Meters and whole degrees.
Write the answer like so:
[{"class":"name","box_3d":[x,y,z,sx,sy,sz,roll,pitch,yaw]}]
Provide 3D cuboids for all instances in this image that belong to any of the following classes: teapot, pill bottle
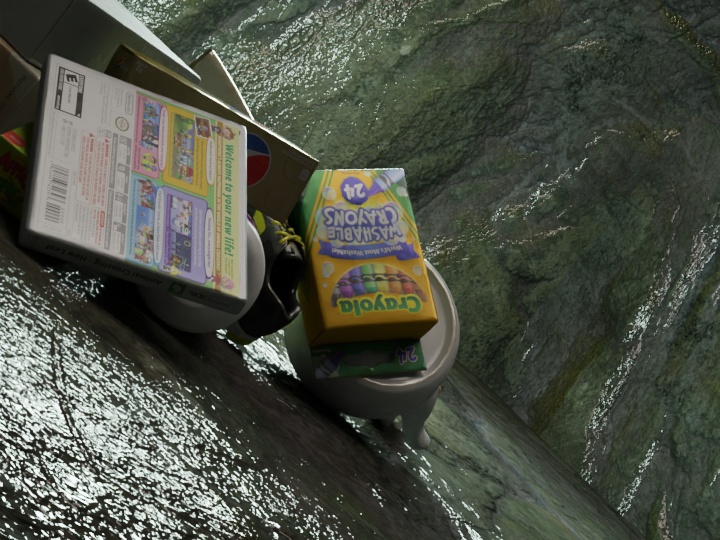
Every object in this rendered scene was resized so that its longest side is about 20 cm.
[{"class":"teapot","box_3d":[-0.004,0.069,1.606,0.195,0.203,0.146,7,-25,-21]},{"class":"pill bottle","box_3d":[-0.142,-0.015,1.367,0.112,0.113,0.200,39,2,-10]}]

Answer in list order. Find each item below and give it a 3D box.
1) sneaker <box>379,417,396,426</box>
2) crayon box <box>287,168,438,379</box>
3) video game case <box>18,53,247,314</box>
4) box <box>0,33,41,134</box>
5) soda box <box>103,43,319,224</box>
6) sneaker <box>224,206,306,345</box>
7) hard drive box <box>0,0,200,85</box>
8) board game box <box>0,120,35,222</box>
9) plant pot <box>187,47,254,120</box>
[{"class":"sneaker","box_3d":[0.018,0.117,1.813,0.111,0.077,0.200,46,-2,2]},{"class":"crayon box","box_3d":[0.000,0.000,1.524,0.052,0.124,0.202,134,-51,-58]},{"class":"video game case","box_3d":[-0.173,-0.070,1.223,0.180,0.022,0.202,19,43,-23]},{"class":"box","box_3d":[-0.356,-0.184,1.369,0.199,0.095,0.078,40,3,17]},{"class":"soda box","box_3d":[-0.139,-0.121,1.373,0.199,0.068,0.064,29,5,-28]},{"class":"sneaker","box_3d":[-0.087,-0.029,1.499,0.084,0.203,0.074,-10,-17,35]},{"class":"hard drive box","box_3d":[-0.265,-0.226,1.435,0.156,0.077,0.200,43,6,32]},{"class":"board game box","box_3d":[-0.237,-0.080,1.294,0.101,0.048,0.200,40,17,-2]},{"class":"plant pot","box_3d":[-0.196,-0.129,1.822,0.178,0.199,0.200,50,0,-11]}]
